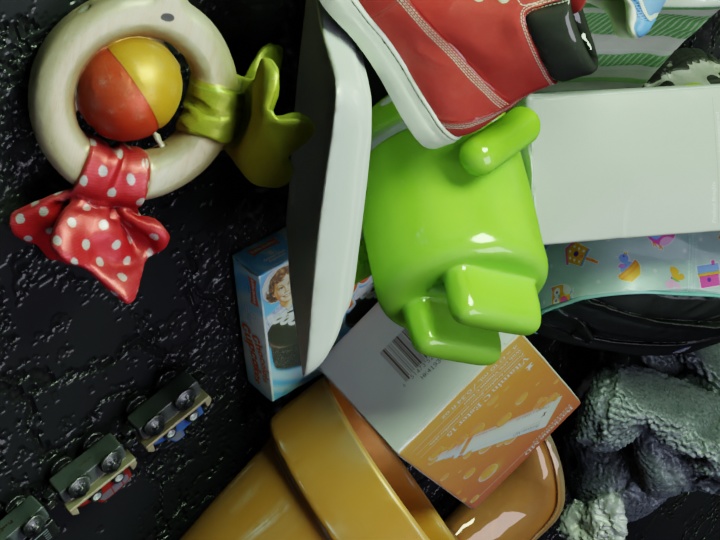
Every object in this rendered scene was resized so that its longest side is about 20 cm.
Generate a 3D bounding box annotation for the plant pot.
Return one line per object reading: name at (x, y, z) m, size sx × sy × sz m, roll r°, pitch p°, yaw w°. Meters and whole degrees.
plant pot at (-0.040, 0.212, 1.366) m, size 0.183 × 0.201 × 0.200 m, roll -36°, pitch 140°, yaw 2°

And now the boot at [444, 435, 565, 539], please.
boot at (0.090, 0.220, 1.581) m, size 0.154 × 0.074 × 0.201 m, roll -17°, pitch 125°, yaw -31°

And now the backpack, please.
backpack at (0.216, -0.011, 1.453) m, size 0.198 × 0.176 × 0.155 m, roll -5°, pitch 82°, yaw -22°

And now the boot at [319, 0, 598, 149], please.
boot at (0.054, -0.180, 1.105) m, size 0.144 × 0.073 × 0.200 m, roll -24°, pitch 118°, yaw 27°

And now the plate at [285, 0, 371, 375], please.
plate at (-0.020, -0.067, 1.180) m, size 0.032 × 0.200 × 0.201 m, roll 3°, pitch 120°, yaw -8°

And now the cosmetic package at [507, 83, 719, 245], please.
cosmetic package at (0.196, -0.076, 1.316) m, size 0.198 × 0.090 × 0.108 m, roll -2°, pitch 94°, yaw -13°

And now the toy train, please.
toy train at (-0.180, 0.138, 1.282) m, size 0.200 × 0.034 × 0.046 m, roll -40°, pitch 142°, yaw -17°

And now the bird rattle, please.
bird rattle at (-0.136, -0.091, 1.141) m, size 0.199 × 0.113 × 0.164 m, roll -29°, pitch 118°, yaw 1°

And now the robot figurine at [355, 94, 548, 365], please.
robot figurine at (0.058, -0.039, 1.243) m, size 0.115 × 0.201 × 0.175 m, roll 10°, pitch 145°, yaw -33°

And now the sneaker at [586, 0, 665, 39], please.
sneaker at (0.107, -0.204, 1.143) m, size 0.198 × 0.076 × 0.078 m, roll 17°, pitch 86°, yaw -11°

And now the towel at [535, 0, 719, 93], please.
towel at (0.153, -0.151, 1.293) m, size 0.151 × 0.024 × 0.200 m, roll -3°, pitch 162°, yaw -17°

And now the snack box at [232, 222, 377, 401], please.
snack box at (0.000, 0.000, 1.360) m, size 0.199 × 0.037 × 0.117 m, roll -29°, pitch 134°, yaw -27°

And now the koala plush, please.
koala plush at (0.244, 0.152, 1.609) m, size 0.200 × 0.183 × 0.178 m, roll -54°, pitch -173°, yaw 41°

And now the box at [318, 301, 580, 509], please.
box at (0.071, 0.086, 1.401) m, size 0.124 × 0.098 × 0.200 m, roll -45°, pitch 154°, yaw 1°

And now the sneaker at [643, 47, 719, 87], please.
sneaker at (0.224, -0.116, 1.475) m, size 0.199 × 0.077 × 0.085 m, roll -11°, pitch 133°, yaw -37°
